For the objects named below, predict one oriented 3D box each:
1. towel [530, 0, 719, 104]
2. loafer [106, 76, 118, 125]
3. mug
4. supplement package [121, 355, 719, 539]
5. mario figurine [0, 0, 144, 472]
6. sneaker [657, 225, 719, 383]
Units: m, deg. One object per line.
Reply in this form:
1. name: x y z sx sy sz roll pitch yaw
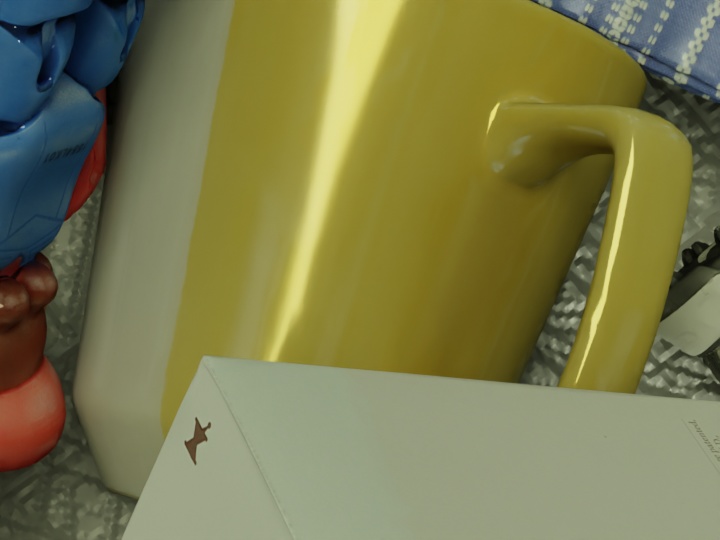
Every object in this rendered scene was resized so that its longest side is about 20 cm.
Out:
1. towel: 0.066 -0.140 0.747 0.199 0.024 0.146 25 99 0
2. loafer: -0.137 -0.062 0.783 0.068 0.199 0.076 33 122 31
3. mug: -0.009 -0.002 0.737 0.148 0.187 0.154 17 85 -7
4. supplement package: 0.056 0.140 0.607 0.199 0.148 0.192 6 34 -30
5. mario figurine: -0.117 -0.031 0.705 0.106 0.123 0.201 53 127 46
6. sneaker: 0.177 -0.020 0.776 0.200 0.066 0.091 -40 88 -13
